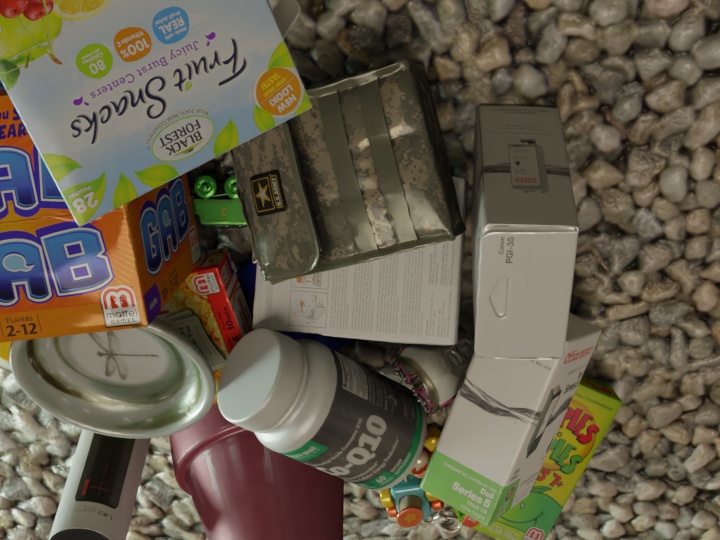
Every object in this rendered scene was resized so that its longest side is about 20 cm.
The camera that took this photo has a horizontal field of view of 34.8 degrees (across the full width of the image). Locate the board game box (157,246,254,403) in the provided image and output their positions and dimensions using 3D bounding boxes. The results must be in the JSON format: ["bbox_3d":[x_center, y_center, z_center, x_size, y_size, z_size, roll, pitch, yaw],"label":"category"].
[{"bbox_3d":[-0.207,0.069,1.170,0.198,0.046,0.153,-11,116,14],"label":"board game box"}]

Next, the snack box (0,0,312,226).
[{"bbox_3d":[-0.160,-0.155,0.850,0.199,0.068,0.170,-27,109,-9],"label":"snack box"}]

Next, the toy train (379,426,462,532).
[{"bbox_3d":[0.106,0.251,1.347,0.149,0.056,0.201,21,125,-11],"label":"toy train"}]

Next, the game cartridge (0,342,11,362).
[{"bbox_3d":[-0.283,0.063,1.225,0.199,0.033,0.177,30,119,-9],"label":"game cartridge"}]

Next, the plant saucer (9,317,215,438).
[{"bbox_3d":[-0.235,0.087,1.111,0.198,0.051,0.201,4,138,4],"label":"plant saucer"}]

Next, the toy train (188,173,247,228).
[{"bbox_3d":[-0.199,-0.068,1.130,0.197,0.042,0.057,0,99,3],"label":"toy train"}]

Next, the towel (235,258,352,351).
[{"bbox_3d":[-0.108,0.077,1.236,0.147,0.050,0.200,36,121,-22],"label":"towel"}]

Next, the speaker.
[{"bbox_3d":[-0.284,0.235,1.269,0.080,0.201,0.082,1,128,2],"label":"speaker"}]

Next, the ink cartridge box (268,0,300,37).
[{"bbox_3d":[-0.162,-0.230,0.949,0.199,0.126,0.129,33,110,-19],"label":"ink cartridge box"}]

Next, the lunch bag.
[{"bbox_3d":[-0.023,-0.086,1.036,0.198,0.118,0.166,-13,94,14],"label":"lunch bag"}]

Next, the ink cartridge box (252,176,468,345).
[{"bbox_3d":[0.001,-0.014,1.116,0.197,0.050,0.164,4,92,9],"label":"ink cartridge box"}]

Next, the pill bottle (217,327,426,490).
[{"bbox_3d":[-0.037,0.136,1.134,0.199,0.114,0.113,29,125,-37],"label":"pill bottle"}]

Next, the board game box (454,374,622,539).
[{"bbox_3d":[0.193,0.203,1.268,0.101,0.048,0.202,23,104,-13],"label":"board game box"}]

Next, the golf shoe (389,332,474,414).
[{"bbox_3d":[0.085,0.092,1.166,0.092,0.200,0.073,-39,82,6],"label":"golf shoe"}]

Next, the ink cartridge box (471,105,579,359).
[{"bbox_3d":[0.143,-0.036,1.039,0.082,0.201,0.148,1,127,3],"label":"ink cartridge box"}]

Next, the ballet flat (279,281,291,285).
[{"bbox_3d":[0.000,0.000,1.160,0.198,0.067,0.068,6,87,-16],"label":"ballet flat"}]

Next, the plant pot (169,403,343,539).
[{"bbox_3d":[-0.097,0.241,1.238,0.198,0.180,0.201,-10,145,-7],"label":"plant pot"}]

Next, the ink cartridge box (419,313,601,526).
[{"bbox_3d":[0.153,0.135,1.153,0.083,0.145,0.202,26,103,21],"label":"ink cartridge box"}]

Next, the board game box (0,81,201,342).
[{"bbox_3d":[-0.271,-0.066,1.010,0.197,0.200,0.202,-6,106,7],"label":"board game box"}]
